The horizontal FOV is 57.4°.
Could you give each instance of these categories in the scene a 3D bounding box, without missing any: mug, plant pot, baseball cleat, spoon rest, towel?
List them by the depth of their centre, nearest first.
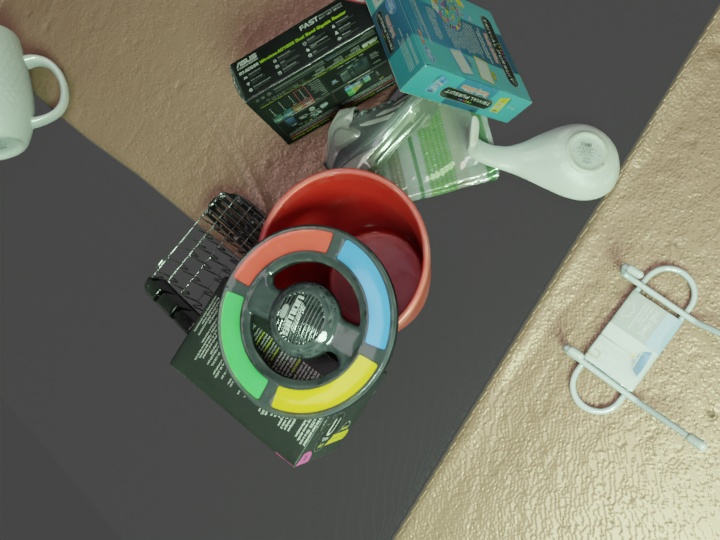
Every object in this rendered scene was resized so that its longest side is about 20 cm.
[{"bbox_3d":[0.000,0.000,0.788,0.198,0.177,0.203,-3,78,15],"label":"plant pot"},{"bbox_3d":[0.222,-0.143,0.804,0.198,0.061,0.100,10,75,-6],"label":"spoon rest"},{"bbox_3d":[0.028,-0.199,0.850,0.200,0.070,0.106,-46,69,4],"label":"baseball cleat"},{"bbox_3d":[0.076,-0.165,0.880,0.198,0.031,0.151,-15,74,15],"label":"towel"},{"bbox_3d":[-0.564,-0.276,1.031,0.198,0.148,0.177,-16,83,-19],"label":"mug"}]

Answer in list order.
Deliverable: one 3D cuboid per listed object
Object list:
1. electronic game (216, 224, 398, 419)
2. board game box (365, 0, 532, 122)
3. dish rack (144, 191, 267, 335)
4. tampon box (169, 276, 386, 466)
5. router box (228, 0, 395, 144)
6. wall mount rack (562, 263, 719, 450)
[{"bbox_3d":[-0.058,0.051,0.680,0.198,0.042,0.202,-3,79,16],"label":"electronic game"},{"bbox_3d":[0.107,-0.269,0.794,0.047,0.199,0.152,-36,62,41],"label":"board game box"},{"bbox_3d":[-0.195,-0.002,0.911,0.153,0.055,0.200,39,90,17],"label":"dish rack"},{"bbox_3d":[-0.095,0.120,0.804,0.199,0.150,0.127,35,94,19],"label":"tampon box"},{"bbox_3d":[-0.051,-0.262,0.866,0.199,0.150,0.063,-27,74,9],"label":"router box"},{"bbox_3d":[0.331,0.092,0.730,0.173,0.075,0.201,37,92,19],"label":"wall mount rack"}]
